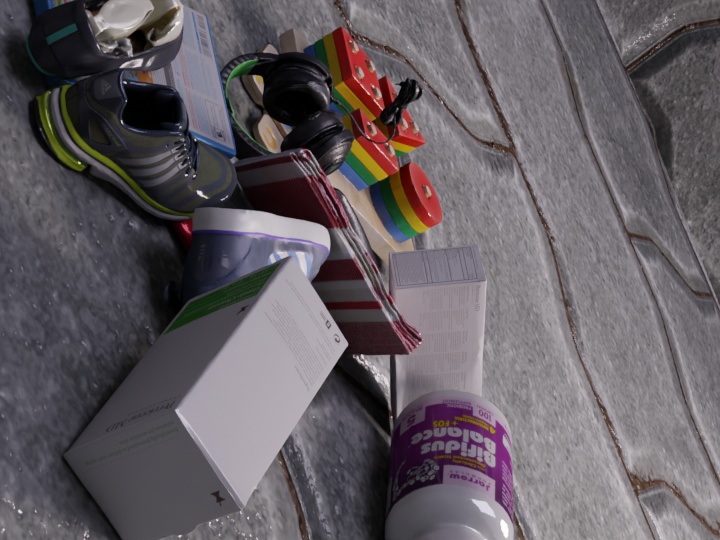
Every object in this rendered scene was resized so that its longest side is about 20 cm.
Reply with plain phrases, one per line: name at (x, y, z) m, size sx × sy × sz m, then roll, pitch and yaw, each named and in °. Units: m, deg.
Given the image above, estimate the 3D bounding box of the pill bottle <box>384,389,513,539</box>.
pill bottle at (0.077, 0.204, 1.551) m, size 0.113 × 0.112 × 0.201 m, roll 53°, pitch 22°, yaw -27°

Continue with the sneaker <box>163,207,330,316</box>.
sneaker at (-0.083, 0.032, 1.409) m, size 0.200 × 0.080 × 0.148 m, roll 14°, pitch 78°, yaw -71°

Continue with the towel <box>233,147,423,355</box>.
towel at (-0.031, -0.014, 1.543) m, size 0.201 × 0.023 × 0.144 m, roll 60°, pitch -24°, yaw -13°

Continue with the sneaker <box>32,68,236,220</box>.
sneaker at (-0.153, -0.095, 1.357) m, size 0.199 × 0.080 × 0.075 m, roll 22°, pitch 52°, yaw -53°

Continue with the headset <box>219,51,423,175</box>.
headset at (-0.040, -0.147, 1.628) m, size 0.199 × 0.094 × 0.124 m, roll 0°, pitch 60°, yaw -37°

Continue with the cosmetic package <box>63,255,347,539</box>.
cosmetic package at (-0.099, 0.086, 1.209) m, size 0.085 × 0.107 × 0.200 m, roll 58°, pitch 32°, yaw -15°

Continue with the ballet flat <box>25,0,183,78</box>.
ballet flat at (-0.175, -0.188, 1.370) m, size 0.074 × 0.073 × 0.200 m, roll 64°, pitch 28°, yaw -1°

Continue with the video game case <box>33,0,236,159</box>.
video game case at (-0.183, -0.177, 1.438) m, size 0.199 × 0.018 × 0.144 m, roll 22°, pitch 47°, yaw -49°

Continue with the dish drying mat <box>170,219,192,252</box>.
dish drying mat at (-0.160, -0.093, 1.447) m, size 0.201 × 0.018 × 0.077 m, roll 63°, pitch 22°, yaw -6°

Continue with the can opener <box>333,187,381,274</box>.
can opener at (0.000, 0.000, 1.618) m, size 0.064 × 0.078 × 0.201 m, roll -87°, pitch 159°, yaw -46°

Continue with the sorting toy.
sorting toy at (0.010, -0.127, 1.801) m, size 0.199 × 0.069 × 0.201 m, roll 44°, pitch 26°, yaw -47°

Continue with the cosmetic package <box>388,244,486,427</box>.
cosmetic package at (0.067, 0.066, 1.603) m, size 0.201 × 0.082 × 0.051 m, roll 89°, pitch -4°, yaw -45°

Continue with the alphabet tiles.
alphabet tiles at (-0.052, -0.124, 1.760) m, size 0.201 × 0.015 × 0.196 m, roll 59°, pitch 21°, yaw -16°
